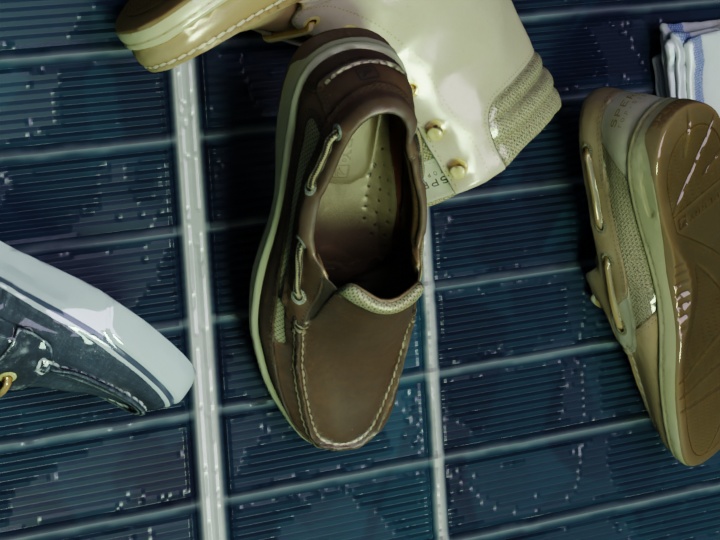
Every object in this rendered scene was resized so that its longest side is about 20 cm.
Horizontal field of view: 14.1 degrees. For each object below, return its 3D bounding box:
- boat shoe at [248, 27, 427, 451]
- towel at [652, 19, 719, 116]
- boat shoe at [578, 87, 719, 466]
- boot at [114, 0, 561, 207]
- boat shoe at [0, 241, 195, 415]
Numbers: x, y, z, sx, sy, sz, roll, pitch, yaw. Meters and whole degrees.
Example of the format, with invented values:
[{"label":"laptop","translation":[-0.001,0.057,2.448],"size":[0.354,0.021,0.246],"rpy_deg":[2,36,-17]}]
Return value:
[{"label":"boat shoe","translation":[-0.006,0.001,1.255],"size":[0.074,0.075,0.203],"rpy_deg":[-12,123,-16]},{"label":"towel","translation":[0.232,-0.065,1.492],"size":[0.200,0.024,0.147],"rpy_deg":[-12,101,-35]},{"label":"boat shoe","translation":[0.147,0.001,1.411],"size":[0.071,0.064,0.201],"rpy_deg":[-33,127,-36]},{"label":"boot","translation":[-0.004,-0.093,1.292],"size":[0.200,0.073,0.156],"rpy_deg":[-34,113,-32]},{"label":"boat shoe","translation":[-0.166,0.032,1.187],"size":[0.200,0.071,0.091],"rpy_deg":[31,77,-26]}]
